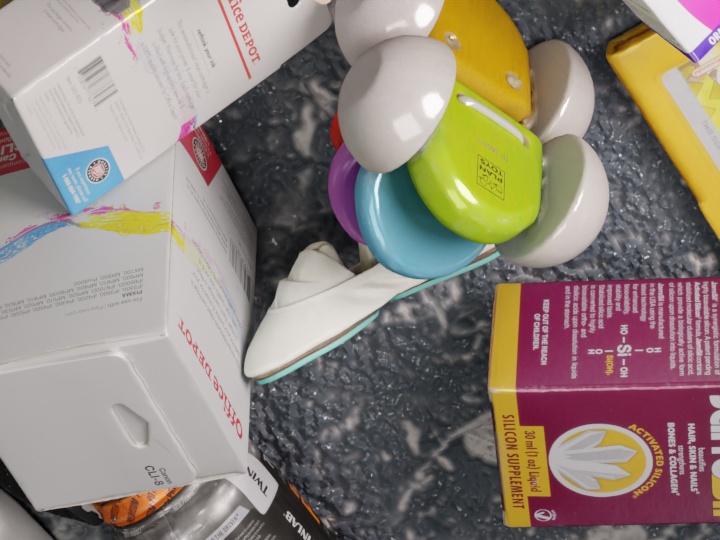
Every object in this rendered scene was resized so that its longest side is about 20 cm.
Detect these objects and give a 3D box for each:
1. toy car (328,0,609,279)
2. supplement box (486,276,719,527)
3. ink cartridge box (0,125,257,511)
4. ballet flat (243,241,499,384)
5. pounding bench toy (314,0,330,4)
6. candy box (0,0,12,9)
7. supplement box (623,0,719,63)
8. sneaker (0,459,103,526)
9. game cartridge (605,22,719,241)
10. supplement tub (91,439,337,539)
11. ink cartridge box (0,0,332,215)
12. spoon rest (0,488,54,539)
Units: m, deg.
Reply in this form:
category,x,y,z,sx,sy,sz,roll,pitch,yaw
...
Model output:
category,x,y,z,sx,sy,sz,roll,pitch,yaw
toy car,0.043,-0.077,1.461,0.174,0.201,0.150,31,125,-28
supplement box,0.185,0.084,1.568,0.198,0.104,0.132,-3,131,9
ink cartridge box,-0.153,0.020,1.514,0.143,0.201,0.146,-12,137,13
ballet flat,0.000,0.000,1.541,0.199,0.069,0.070,-29,119,-24
pounding bench toy,-0.070,-0.262,1.331,0.199,0.156,0.125,28,117,-11
candy box,-0.232,-0.212,1.473,0.102,0.026,0.200,52,130,8
supplement box,0.151,-0.230,1.393,0.101,0.103,0.200,-44,111,5
sneaker,-0.222,0.098,1.658,0.071,0.083,0.200,10,152,42
game cartridge,0.274,-0.097,1.512,0.175,0.033,0.201,-28,111,20
supplement tub,-0.084,0.195,1.665,0.122,0.123,0.200,-31,111,21
ink cartridge box,-0.123,-0.140,1.454,0.199,0.068,0.115,-36,145,-11
spoon rest,-0.241,0.215,1.742,0.199,0.061,0.100,36,117,3
